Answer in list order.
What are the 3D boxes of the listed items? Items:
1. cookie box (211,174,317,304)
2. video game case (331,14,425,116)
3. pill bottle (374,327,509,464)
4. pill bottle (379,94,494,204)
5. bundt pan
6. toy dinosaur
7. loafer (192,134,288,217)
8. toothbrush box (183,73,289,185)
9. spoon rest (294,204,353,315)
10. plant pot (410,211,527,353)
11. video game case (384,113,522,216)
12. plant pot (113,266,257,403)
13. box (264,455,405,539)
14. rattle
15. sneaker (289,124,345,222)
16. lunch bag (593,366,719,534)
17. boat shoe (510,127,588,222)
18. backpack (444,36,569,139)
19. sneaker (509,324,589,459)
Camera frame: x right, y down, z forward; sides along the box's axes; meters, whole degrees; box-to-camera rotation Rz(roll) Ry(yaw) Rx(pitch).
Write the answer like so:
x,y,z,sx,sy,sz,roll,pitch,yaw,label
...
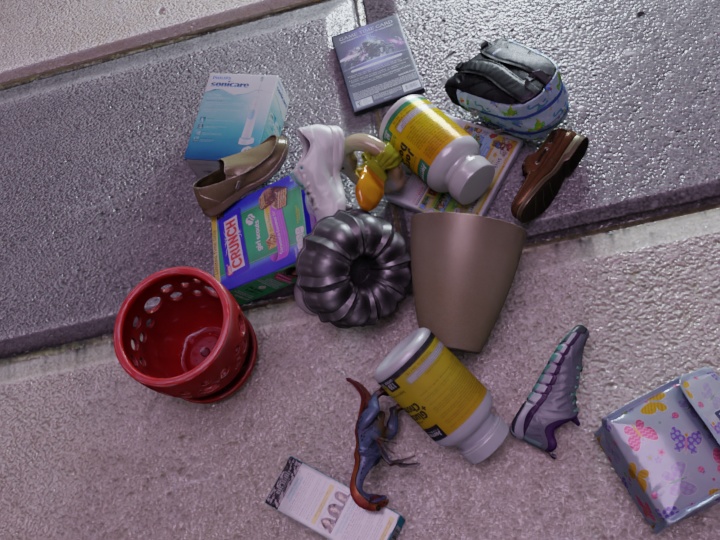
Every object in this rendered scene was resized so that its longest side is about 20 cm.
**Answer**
x,y,z,sx,sy,sz,roll,pitch,yaw,label
-0.160,-0.053,1.432,0.200,0.075,0.172,-23,61,25,cookie box
0.032,-0.406,1.613,0.142,0.019,0.200,-18,61,5,video game case
0.125,0.190,1.225,0.112,0.112,0.200,-44,92,-9,pill bottle
0.134,-0.206,1.415,0.113,0.113,0.200,-41,63,-7,pill bottle
0.000,0.000,1.328,0.202,0.202,0.076,-52,23,-12,bundt pan
0.021,0.273,1.256,0.200,0.105,0.182,1,50,53,toy dinosaur
-0.213,-0.175,1.447,0.200,0.067,0.076,-41,36,2,loafer
-0.235,-0.274,1.578,0.146,0.085,0.201,5,68,15,toothbrush box
-0.053,-0.017,1.438,0.099,0.061,0.201,16,84,22,spoon rest
0.159,0.026,1.302,0.187,0.187,0.201,6,82,17,plant pot
0.167,-0.179,1.471,0.182,0.023,0.200,23,72,23,video game case
-0.276,0.119,1.349,0.200,0.183,0.201,-6,64,11,plant pot
-0.039,0.367,1.249,0.200,0.049,0.082,23,72,22,box
-0.030,-0.159,1.438,0.200,0.130,0.143,12,70,29,rattle
-0.075,-0.144,1.373,0.088,0.075,0.201,0,84,-24,sneaker
0.459,0.242,1.144,0.200,0.127,0.170,-24,64,-5,lunch bag
0.310,-0.164,1.406,0.068,0.072,0.200,31,66,28,boat shoe
0.274,-0.317,1.439,0.163,0.154,0.200,-41,27,-11,backpack
0.310,0.183,1.246,0.087,0.074,0.200,31,87,14,sneaker
